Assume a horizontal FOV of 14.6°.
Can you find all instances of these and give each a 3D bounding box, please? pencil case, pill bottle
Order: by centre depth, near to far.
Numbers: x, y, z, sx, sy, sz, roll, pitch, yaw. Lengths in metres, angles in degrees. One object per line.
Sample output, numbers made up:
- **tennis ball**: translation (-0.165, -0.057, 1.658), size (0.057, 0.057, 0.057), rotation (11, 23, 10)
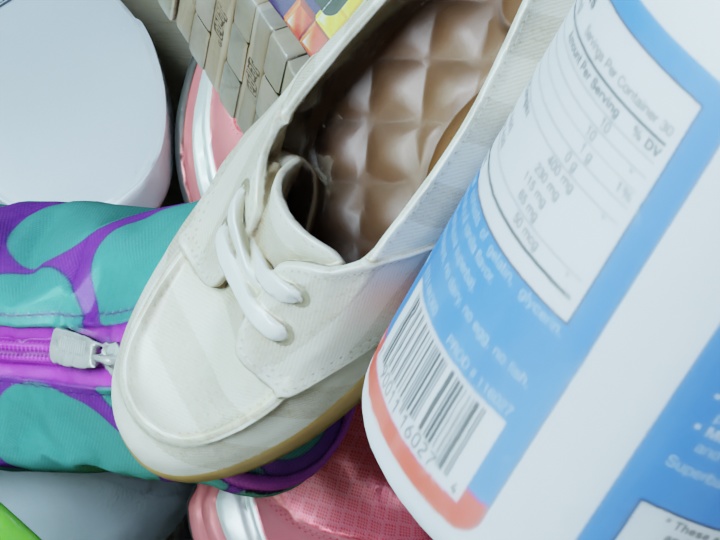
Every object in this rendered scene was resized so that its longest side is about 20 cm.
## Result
- **pill bottle**: translation (0.090, -0.023, 0.606), size (0.201, 0.112, 0.112), rotation (-59, 37, 27)
- **pencil case**: translation (-0.101, 0.019, 0.800), size (0.199, 0.092, 0.086), rotation (-1, 90, 35)

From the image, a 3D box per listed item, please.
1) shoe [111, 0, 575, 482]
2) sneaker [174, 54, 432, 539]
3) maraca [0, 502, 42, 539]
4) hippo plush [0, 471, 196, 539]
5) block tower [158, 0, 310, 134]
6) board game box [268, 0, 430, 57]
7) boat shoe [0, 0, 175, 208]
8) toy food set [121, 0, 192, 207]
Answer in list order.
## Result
- **shoe**: translation (0.002, -0.031, 0.674), size (0.200, 0.053, 0.070), rotation (-48, 60, 11)
- **sneaker**: translation (0.000, 0.000, 0.837), size (0.086, 0.074, 0.202), rotation (-16, 69, 39)
- **maraca**: translation (-0.047, 0.123, 0.771), size (0.107, 0.200, 0.137), rotation (-47, -16, -17)
- **hippo plush**: translation (-0.133, 0.059, 0.925), size (0.161, 0.158, 0.201), rotation (-28, 56, 52)
- **block tower**: translation (-0.039, -0.112, 0.832), size (0.201, 0.054, 0.058), rotation (58, 155, 26)
- **board game box**: translation (0.027, -0.167, 0.732), size (0.200, 0.057, 0.166), rotation (-49, 60, 25)
- **boat shoe**: translation (-0.107, -0.058, 0.919), size (0.071, 0.068, 0.200), rotation (-32, 43, -10)
- **toy food set**: translation (-0.079, -0.092, 0.997), size (0.199, 0.060, 0.145), rotation (14, 88, 52)
